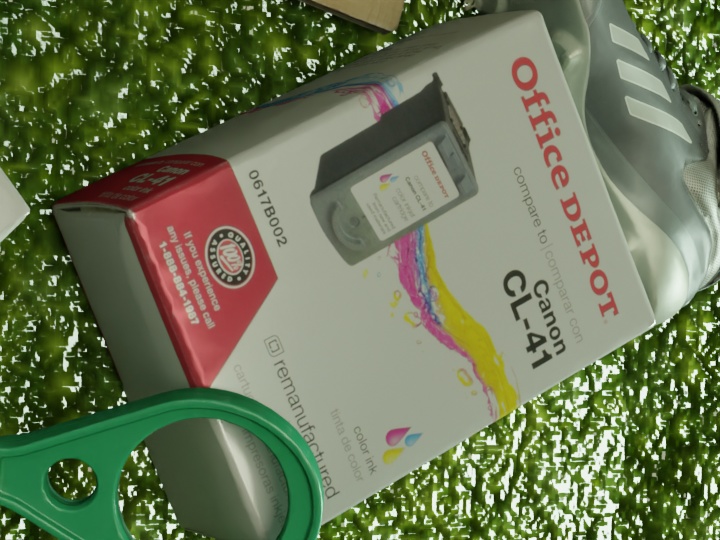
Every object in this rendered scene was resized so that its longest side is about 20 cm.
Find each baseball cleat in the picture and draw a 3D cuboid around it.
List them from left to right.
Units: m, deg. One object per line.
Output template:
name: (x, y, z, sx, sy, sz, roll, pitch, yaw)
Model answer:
baseball cleat: (0.112, -0.078, 0.921, 0.106, 0.070, 0.201, -30, 115, -32)

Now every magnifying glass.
magnifying glass: (-0.112, 0.074, 0.766, 0.199, 0.022, 0.080, 8, 105, -3)

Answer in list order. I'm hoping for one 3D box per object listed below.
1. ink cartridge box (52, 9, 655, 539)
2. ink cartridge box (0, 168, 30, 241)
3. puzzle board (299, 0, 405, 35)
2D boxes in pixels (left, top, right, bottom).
ink cartridge box: (0.000, 0.000, 0.842, 0.199, 0.086, 0.148, -28, 104, -24)
ink cartridge box: (-0.216, -0.069, 0.683, 0.084, 0.145, 0.200, -42, 110, -23)
puzzle board: (-0.026, -0.215, 0.861, 0.150, 0.017, 0.201, 19, 82, -27)
